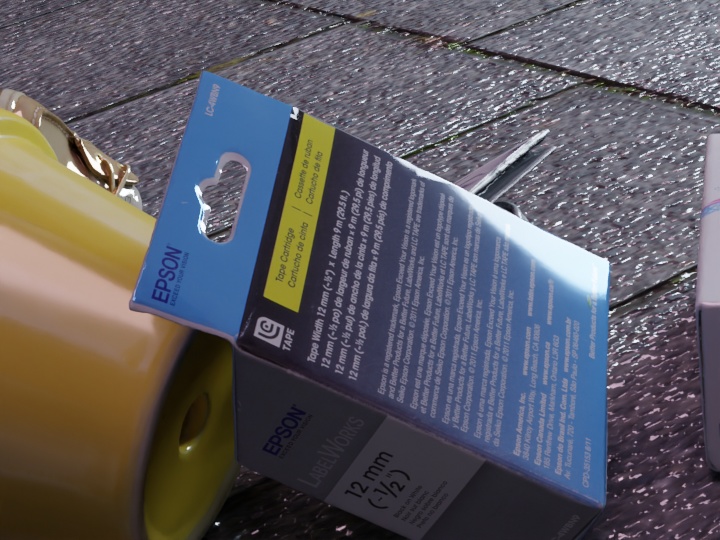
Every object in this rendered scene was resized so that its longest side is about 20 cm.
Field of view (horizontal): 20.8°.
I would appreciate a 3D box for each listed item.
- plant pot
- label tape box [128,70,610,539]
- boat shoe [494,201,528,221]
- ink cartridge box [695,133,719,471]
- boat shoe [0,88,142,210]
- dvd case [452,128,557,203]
[{"bbox_3d":[-0.147,0.038,0.838,0.187,0.203,0.201,18,31,16],"label":"plant pot"},{"bbox_3d":[0.002,0.022,0.791,0.198,0.066,0.144,24,41,-12],"label":"label tape box"},{"bbox_3d":[0.037,0.035,0.913,0.074,0.065,0.202,5,27,27],"label":"boat shoe"},{"bbox_3d":[0.228,0.007,0.889,0.143,0.085,0.200,-2,26,12],"label":"ink cartridge box"},{"bbox_3d":[-0.146,-0.036,1.020,0.068,0.075,0.200,8,-17,7],"label":"boat shoe"},{"bbox_3d":[0.000,0.000,0.976,0.148,0.016,0.200,-30,5,41],"label":"dvd case"}]
